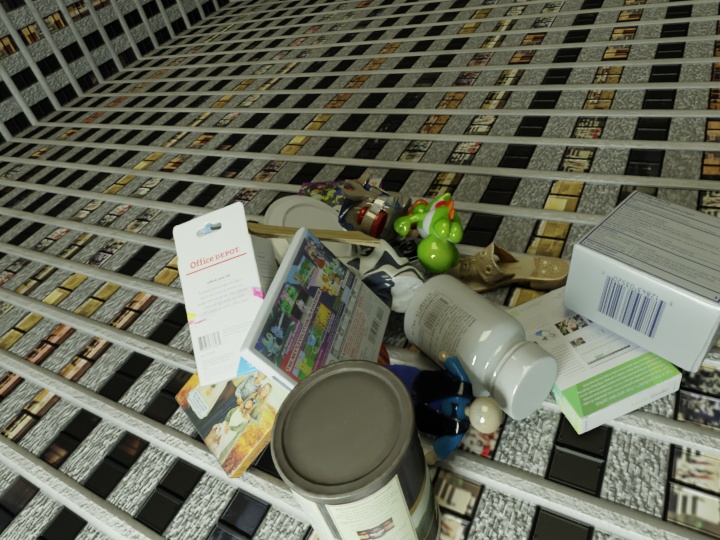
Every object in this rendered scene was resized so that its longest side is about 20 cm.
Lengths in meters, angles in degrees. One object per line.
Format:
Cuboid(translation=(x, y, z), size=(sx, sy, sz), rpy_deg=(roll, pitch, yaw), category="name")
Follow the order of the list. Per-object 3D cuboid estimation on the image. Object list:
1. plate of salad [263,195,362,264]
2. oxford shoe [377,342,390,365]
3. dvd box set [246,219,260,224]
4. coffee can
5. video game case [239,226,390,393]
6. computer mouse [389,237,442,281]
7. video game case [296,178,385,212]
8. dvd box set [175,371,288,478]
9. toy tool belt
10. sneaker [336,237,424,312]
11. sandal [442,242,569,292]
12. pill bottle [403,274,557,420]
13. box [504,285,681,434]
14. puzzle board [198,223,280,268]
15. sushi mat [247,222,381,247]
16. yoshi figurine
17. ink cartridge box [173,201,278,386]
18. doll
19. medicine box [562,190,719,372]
Cuboid(translation=(-0.085, -0.050, 0.958), size=(0.195, 0.048, 0.205), rpy_deg=(20, 46, -21), category="plate of salad")
Cuboid(translation=(-0.020, 0.103, 0.831), size=(0.073, 0.071, 0.200), rpy_deg=(-44, 38, -1), category="oxford shoe")
Cuboid(translation=(-0.177, 0.047, 0.836), size=(0.029, 0.204, 0.147), rpy_deg=(13, 46, 34), category="dvd box set")
Cuboid(translation=(0.003, 0.220, 0.565), size=(0.141, 0.204, 0.149), rpy_deg=(-10, 39, 8), category="coffee can")
Cuboid(translation=(-0.045, 0.074, 0.679), size=(0.023, 0.182, 0.204), rpy_deg=(-25, 32, 40), category="video game case")
Cuboid(translation=(0.082, 0.012, 0.904), size=(0.107, 0.045, 0.201), rpy_deg=(-25, 35, -11), category="computer mouse")
Cuboid(translation=(-0.061, -0.124, 1.119), size=(0.193, 0.037, 0.184), rpy_deg=(0, 43, 22), category="video game case")
Cuboid(translation=(-0.148, 0.151, 0.731), size=(0.146, 0.029, 0.201), rpy_deg=(43, 92, 25), category="dvd box set")
Cuboid(translation=(0.006, -0.105, 0.939), size=(0.120, 0.128, 0.199), rpy_deg=(27, 13, 14), category="toy tool belt")
Cuboid(translation=(0.000, 0.000, 0.827), size=(0.191, 0.082, 0.130), rpy_deg=(1, 23, -3), category="sneaker")
Cuboid(translation=(0.226, -0.016, 0.855), size=(0.204, 0.071, 0.079), rpy_deg=(-1, 41, 21), category="sandal")
Cuboid(translation=(0.157, 0.100, 0.713), size=(0.113, 0.117, 0.199), rpy_deg=(-33, 41, -18), category="pill bottle")
Cuboid(translation=(0.299, 0.105, 0.717), size=(0.140, 0.037, 0.202), rpy_deg=(-21, 38, -3), category="box")
Cuboid(translation=(-0.221, -0.028, 0.938), size=(0.196, 0.152, 0.018), rpy_deg=(-1, 44, 48), category="puzzle board")
Cuboid(translation=(-0.074, -0.054, 0.782), size=(0.193, 0.013, 0.095), rpy_deg=(3, 13, -23), category="sushi mat")
Cuboid(translation=(0.118, -0.054, 0.883), size=(0.109, 0.116, 0.200), rpy_deg=(-18, 11, 2), category="yoshi figurine")
Cuboid(translation=(-0.162, 0.031, 0.686), size=(0.111, 0.068, 0.207), rpy_deg=(-16, 82, 16), category="ink cartridge box")
Cuboid(translation=(0.088, 0.171, 0.670), size=(0.195, 0.048, 0.142), rpy_deg=(-2, 79, 41), category="doll")
Cuboid(translation=(0.401, 0.001, 0.707), size=(0.197, 0.106, 0.180), rpy_deg=(-31, 45, -33), category="medicine box")
